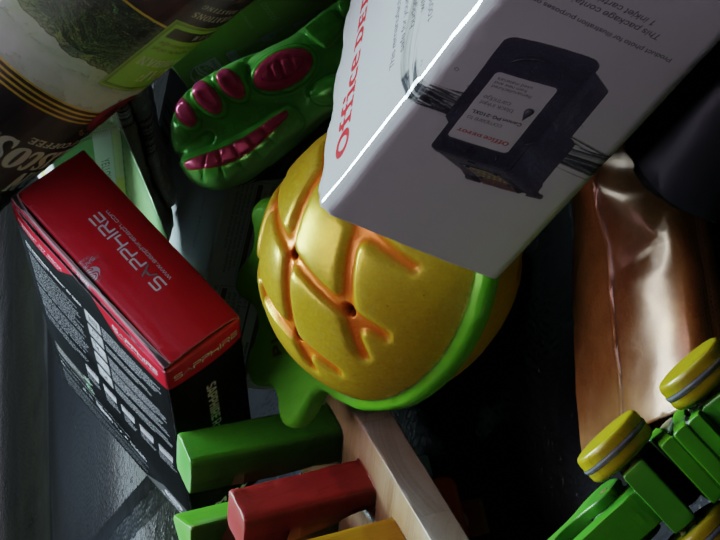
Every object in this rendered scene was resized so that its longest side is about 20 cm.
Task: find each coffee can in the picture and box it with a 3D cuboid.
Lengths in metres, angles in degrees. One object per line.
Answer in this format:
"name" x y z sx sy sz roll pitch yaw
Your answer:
"coffee can" -0.151 -0.138 0.995 0.200 0.146 0.147 -36 45 23

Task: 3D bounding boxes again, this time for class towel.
"towel" -0.139 -0.145 1.216 0.193 0.034 0.200 -110 9 -45

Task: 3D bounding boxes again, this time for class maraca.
"maraca" 0.000 0.000 0.962 0.200 0.107 0.137 -28 63 51

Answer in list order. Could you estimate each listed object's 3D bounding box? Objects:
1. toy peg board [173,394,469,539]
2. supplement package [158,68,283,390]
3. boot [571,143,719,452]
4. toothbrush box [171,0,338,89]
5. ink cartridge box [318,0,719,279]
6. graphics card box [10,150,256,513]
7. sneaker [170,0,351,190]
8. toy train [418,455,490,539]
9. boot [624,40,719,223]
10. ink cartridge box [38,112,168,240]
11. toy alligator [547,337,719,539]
"toy peg board" -0.022 0.176 1.031 0.199 0.098 0.200 -122 28 -45
"supplement package" -0.051 -0.053 1.241 0.156 0.111 0.200 -124 45 -59
"boot" 0.105 -0.018 0.937 0.188 0.068 0.201 -20 74 59
"toothbrush box" -0.032 -0.206 1.117 0.086 0.200 0.146 53 -162 -46
"ink cartridge box" 0.069 -0.114 0.806 0.200 0.084 0.145 -50 25 47
"graphics card box" -0.111 0.040 1.080 0.125 0.051 0.200 45 159 22
"sneaker" -0.001 -0.098 1.082 0.084 0.200 0.077 -6 -100 -71
"toy train" 0.018 0.074 1.091 0.150 0.055 0.200 131 125 -65
"boot" 0.163 -0.072 0.744 0.200 0.076 0.168 -96 27 -45
"ink cartridge box" -0.144 -0.040 1.150 0.146 0.048 0.200 98 154 -66
"toy alligator" 0.108 0.087 0.809 0.200 0.059 0.054 -43 -1 10
